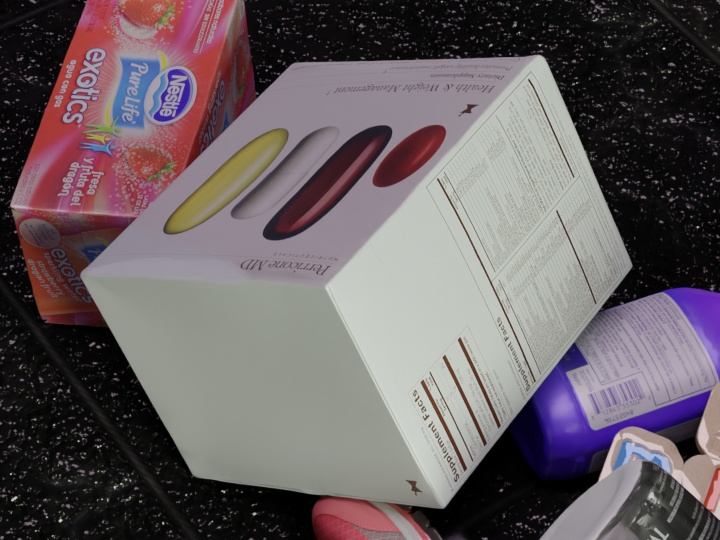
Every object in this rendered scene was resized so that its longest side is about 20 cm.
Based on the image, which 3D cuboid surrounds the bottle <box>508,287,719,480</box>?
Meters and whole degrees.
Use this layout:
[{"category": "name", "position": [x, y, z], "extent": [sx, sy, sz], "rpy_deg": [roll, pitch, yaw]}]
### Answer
[{"category": "bottle", "position": [0.177, 0.053, 1.303], "extent": [0.199, 0.065, 0.084], "rpy_deg": [-18, 57, -17]}]

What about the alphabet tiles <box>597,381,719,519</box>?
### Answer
[{"category": "alphabet tiles", "position": [0.213, 0.160, 1.220], "extent": [0.199, 0.015, 0.196], "rpy_deg": [21, 64, 5]}]

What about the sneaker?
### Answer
[{"category": "sneaker", "position": [0.020, 0.190, 1.175], "extent": [0.087, 0.074, 0.200], "rpy_deg": [-27, 56, -21]}]

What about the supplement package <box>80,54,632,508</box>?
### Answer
[{"category": "supplement package", "position": [0.000, 0.000, 1.239], "extent": [0.191, 0.147, 0.200], "rpy_deg": [2, 39, 43]}]

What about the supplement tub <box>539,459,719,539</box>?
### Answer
[{"category": "supplement tub", "position": [0.167, 0.197, 1.110], "extent": [0.200, 0.123, 0.123], "rpy_deg": [43, 57, -1]}]

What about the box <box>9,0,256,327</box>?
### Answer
[{"category": "box", "position": [-0.129, -0.071, 1.370], "extent": [0.094, 0.103, 0.200], "rpy_deg": [5, 48, 9]}]
